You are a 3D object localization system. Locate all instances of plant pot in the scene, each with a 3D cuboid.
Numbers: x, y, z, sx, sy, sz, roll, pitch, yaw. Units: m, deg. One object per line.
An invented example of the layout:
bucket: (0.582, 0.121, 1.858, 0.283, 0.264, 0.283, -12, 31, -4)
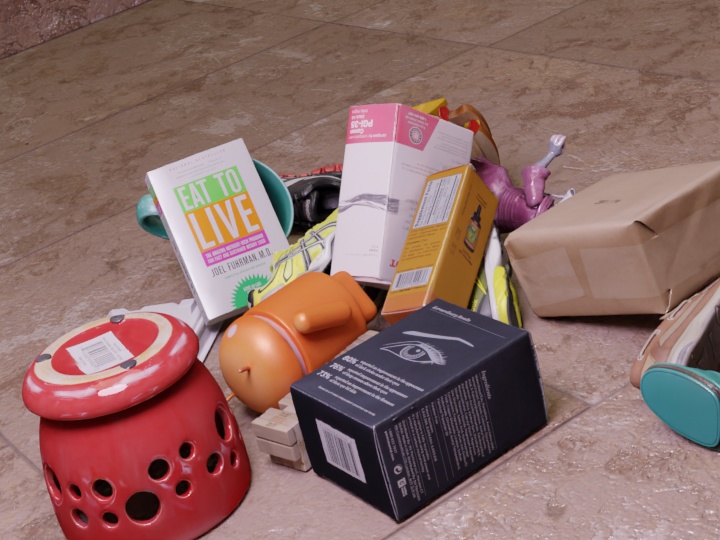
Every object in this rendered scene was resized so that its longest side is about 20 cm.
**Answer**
plant pot: (-0.220, 0.151, 1.400, 0.198, 0.185, 0.201, -11, 23, 5)

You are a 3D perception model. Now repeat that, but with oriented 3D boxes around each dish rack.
dish rack: (-0.266, 0.092, 1.722, 0.169, 0.044, 0.201, -9, 24, 15)

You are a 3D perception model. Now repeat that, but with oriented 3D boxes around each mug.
mug: (-0.183, -0.066, 1.854, 0.153, 0.184, 0.115, -55, -2, -27)

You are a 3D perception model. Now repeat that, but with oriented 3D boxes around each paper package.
paper package: (0.293, -0.035, 1.538, 0.190, 0.105, 0.199, -30, 14, -32)

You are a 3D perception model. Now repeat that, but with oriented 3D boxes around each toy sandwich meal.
toy sandwich meal: (0.080, -0.148, 1.854, 0.202, 0.206, 0.071, -7, 46, 18)

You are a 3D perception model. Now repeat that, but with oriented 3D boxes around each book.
book: (-0.169, -0.047, 1.764, 0.132, 0.202, 0.048, -21, -12, -22)

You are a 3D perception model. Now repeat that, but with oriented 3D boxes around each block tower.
block tower: (-0.023, 0.131, 1.477, 0.057, 0.055, 0.199, 9, 33, 42)

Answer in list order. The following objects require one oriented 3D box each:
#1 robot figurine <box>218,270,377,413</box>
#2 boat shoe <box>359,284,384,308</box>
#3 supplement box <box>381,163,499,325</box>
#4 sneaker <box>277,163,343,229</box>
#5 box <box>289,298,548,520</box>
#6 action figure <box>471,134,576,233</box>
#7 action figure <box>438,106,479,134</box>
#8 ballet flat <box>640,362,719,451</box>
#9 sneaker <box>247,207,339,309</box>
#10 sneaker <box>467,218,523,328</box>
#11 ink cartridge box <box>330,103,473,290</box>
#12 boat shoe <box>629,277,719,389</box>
robot figurine: (-0.071, 0.077, 1.545, 0.143, 0.118, 0.199, 9, 34, 44)
boat shoe: (0.000, 0.000, 1.725, 0.071, 0.073, 0.200, 3, 30, 36)
supplement box: (0.089, -0.018, 1.565, 0.068, 0.067, 0.202, -10, 46, 40)
sneaker: (-0.091, -0.093, 1.984, 0.198, 0.072, 0.098, -12, 22, 5)
box: (0.057, 0.127, 1.374, 0.199, 0.106, 0.147, -27, 26, -27)
action figure: (0.182, -0.076, 1.707, 0.148, 0.135, 0.199, -32, 26, -31)
action figure: (0.088, -0.110, 1.794, 0.065, 0.201, 0.052, 20, 34, -6)
ballet flat: (0.338, 0.129, 1.264, 0.070, 0.068, 0.199, -13, 23, -33)
sneaker: (-0.065, -0.014, 1.721, 0.076, 0.076, 0.201, 24, 53, 14)
sneaker: (0.126, 0.003, 1.611, 0.084, 0.075, 0.201, -18, 36, 10)
ink cartridge box: (0.048, -0.077, 1.652, 0.082, 0.203, 0.146, 3, -7, 41)
boat shoe: (0.326, 0.058, 1.405, 0.071, 0.077, 0.200, 3, 28, 39)
